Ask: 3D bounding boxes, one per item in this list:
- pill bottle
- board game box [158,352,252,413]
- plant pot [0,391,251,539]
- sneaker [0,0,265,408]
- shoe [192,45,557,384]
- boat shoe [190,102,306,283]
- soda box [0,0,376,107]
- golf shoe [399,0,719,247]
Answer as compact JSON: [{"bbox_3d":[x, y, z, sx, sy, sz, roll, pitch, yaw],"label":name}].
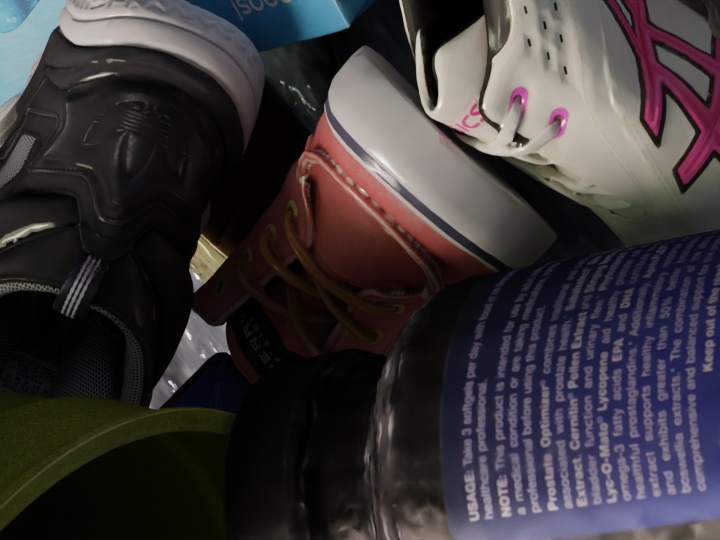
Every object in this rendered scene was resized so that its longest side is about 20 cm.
[{"bbox_3d":[0.073,0.049,0.642,0.199,0.112,0.112,-10,118,28],"label":"pill bottle"},{"bbox_3d":[-0.036,0.141,0.880,0.097,0.159,0.200,44,178,28],"label":"board game box"},{"bbox_3d":[-0.134,0.111,0.720,0.192,0.200,0.201,16,138,35],"label":"plant pot"},{"bbox_3d":[-0.089,0.002,0.798,0.075,0.114,0.200,23,155,-7],"label":"sneaker"},{"bbox_3d":[0.000,0.000,0.759,0.071,0.091,0.200,45,-179,6],"label":"shoe"},{"bbox_3d":[-0.088,-0.062,0.962,0.200,0.073,0.063,50,154,9],"label":"boat shoe"},{"bbox_3d":[-0.067,-0.098,0.816,0.199,0.064,0.068,-10,115,46],"label":"soda box"},{"bbox_3d":[0.053,-0.049,0.685,0.200,0.092,0.073,58,154,-12],"label":"golf shoe"}]
